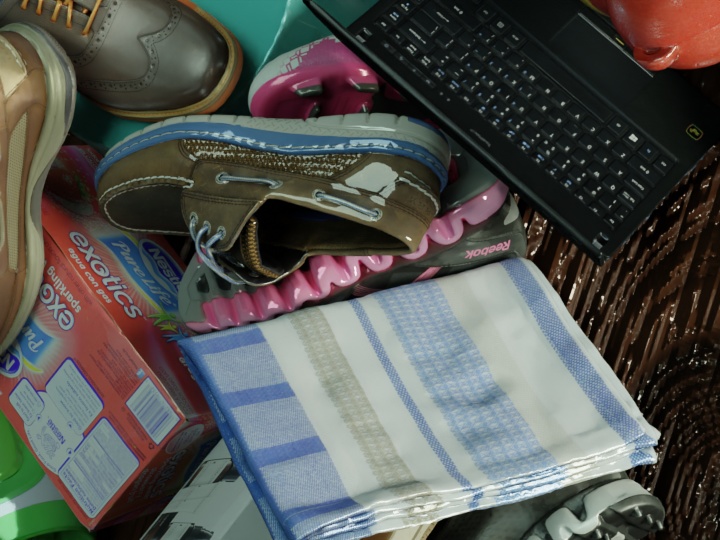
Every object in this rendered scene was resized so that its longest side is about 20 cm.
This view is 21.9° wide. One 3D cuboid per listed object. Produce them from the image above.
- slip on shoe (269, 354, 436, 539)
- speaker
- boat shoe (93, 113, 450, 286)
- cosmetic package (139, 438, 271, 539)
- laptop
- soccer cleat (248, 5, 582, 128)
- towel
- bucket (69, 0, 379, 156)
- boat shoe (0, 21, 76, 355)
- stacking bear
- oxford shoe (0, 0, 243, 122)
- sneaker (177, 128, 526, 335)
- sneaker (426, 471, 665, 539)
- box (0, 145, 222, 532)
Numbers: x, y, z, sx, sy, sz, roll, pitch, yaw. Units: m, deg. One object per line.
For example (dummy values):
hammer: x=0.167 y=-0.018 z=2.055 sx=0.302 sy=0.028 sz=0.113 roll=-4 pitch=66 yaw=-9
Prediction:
slip on shoe: x=0.011 y=0.110 z=0.914 sx=0.076 sy=0.061 sz=0.200 roll=22 pitch=50 yaw=12
speaker: x=-0.221 y=0.083 z=1.105 sx=0.088 sy=0.088 sz=0.200 roll=-32 pitch=63 yaw=16
boat shoe: x=-0.055 y=-0.034 z=0.946 sx=0.200 sy=0.072 sz=0.072 roll=-5 pitch=57 yaw=27
cosmetic package: x=-0.048 y=0.112 z=0.955 sx=0.083 sy=0.051 sz=0.200 roll=-7 pitch=38 yaw=54
laptop: x=0.084 y=-0.098 z=0.898 sx=0.177 sy=0.103 sz=0.200 roll=42 pitch=58 yaw=6
soccer cleat: x=0.030 y=-0.115 z=0.998 sx=0.200 sy=0.070 sz=0.086 roll=-7 pitch=57 yaw=-18
towel: x=0.028 y=0.060 z=0.904 sx=0.200 sy=0.024 sz=0.147 roll=-12 pitch=47 yaw=-21
bucket: x=-0.082 y=-0.134 z=1.065 sx=0.207 sy=0.135 sz=0.207 roll=-9 pitch=71 yaw=26
boat shoe: x=-0.208 y=-0.034 z=0.970 sx=0.076 sy=0.072 sz=0.200 roll=27 pitch=115 yaw=29
stacking bear: x=0.141 y=-0.176 z=0.934 sx=0.121 sy=0.114 sz=0.200 roll=-24 pitch=41 yaw=6
oxford shoe: x=-0.150 y=-0.131 z=0.979 sx=0.200 sy=0.073 sz=0.071 roll=22 pitch=87 yaw=31
sneaker: x=0.000 y=0.000 z=1.001 sx=0.200 sy=0.095 sz=0.079 roll=-20 pitch=52 yaw=15
sneaker: x=0.055 y=0.148 z=0.952 sx=0.200 sy=0.066 sz=0.091 roll=-39 pitch=55 yaw=12
box: x=-0.152 y=0.034 z=1.045 sx=0.200 sy=0.095 sz=0.103 roll=50 pitch=117 yaw=19
